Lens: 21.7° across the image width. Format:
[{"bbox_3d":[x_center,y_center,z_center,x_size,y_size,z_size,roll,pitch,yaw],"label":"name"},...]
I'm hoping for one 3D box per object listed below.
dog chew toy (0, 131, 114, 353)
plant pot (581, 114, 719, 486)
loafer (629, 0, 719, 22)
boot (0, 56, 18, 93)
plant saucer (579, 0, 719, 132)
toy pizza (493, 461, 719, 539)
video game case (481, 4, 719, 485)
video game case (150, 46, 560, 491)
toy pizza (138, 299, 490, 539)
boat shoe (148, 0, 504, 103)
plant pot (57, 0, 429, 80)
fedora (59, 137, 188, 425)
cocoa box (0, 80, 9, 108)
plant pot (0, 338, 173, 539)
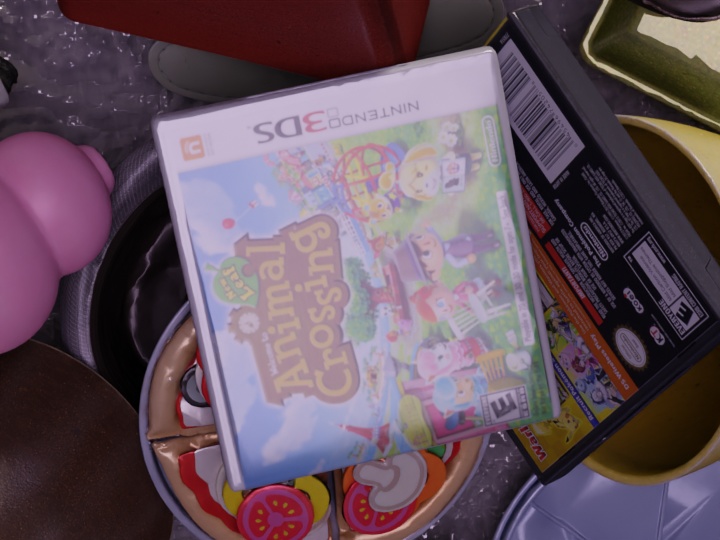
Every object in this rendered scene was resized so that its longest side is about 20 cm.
[{"bbox_3d":[-0.212,0.000,0.963,0.200,0.124,0.125,-36,101,-19],"label":"dog chew toy"},{"bbox_3d":[0.196,0.011,1.053,0.141,0.200,0.201,-6,101,-33],"label":"plant pot"},{"bbox_3d":[0.137,-0.190,0.993,0.200,0.071,0.073,31,104,-25],"label":"loafer"},{"bbox_3d":[-0.246,-0.158,1.032,0.158,0.079,0.211,39,106,-2],"label":"boot"},{"bbox_3d":[0.251,-0.170,1.082,0.199,0.048,0.200,26,97,-7],"label":"plant saucer"},{"bbox_3d":[0.173,0.187,1.136,0.199,0.032,0.201,-1,100,-5],"label":"toy pizza"},{"bbox_3d":[0.097,-0.010,1.013,0.025,0.181,0.200,-20,70,-39],"label":"video game case"},{"bbox_3d":[0.000,0.000,0.977,0.181,0.022,0.201,-12,101,-6],"label":"video game case"},{"bbox_3d":[-0.020,0.080,1.025,0.199,0.032,0.201,-4,111,-10],"label":"toy pizza"},{"bbox_3d":[-0.021,-0.146,1.063,0.200,0.061,0.072,-10,140,2],"label":"boat shoe"},{"bbox_3d":[-0.050,-0.226,0.946,0.199,0.176,0.201,14,80,4],"label":"plant pot"},{"bbox_3d":[-0.077,0.007,1.067,0.176,0.090,0.201,20,104,-5],"label":"fedora"},{"bbox_3d":[-0.285,-0.094,0.907,0.131,0.200,0.134,-24,99,16],"label":"cocoa box"},{"bbox_3d":[-0.222,0.163,0.996,0.186,0.200,0.188,9,120,15],"label":"plant pot"}]
